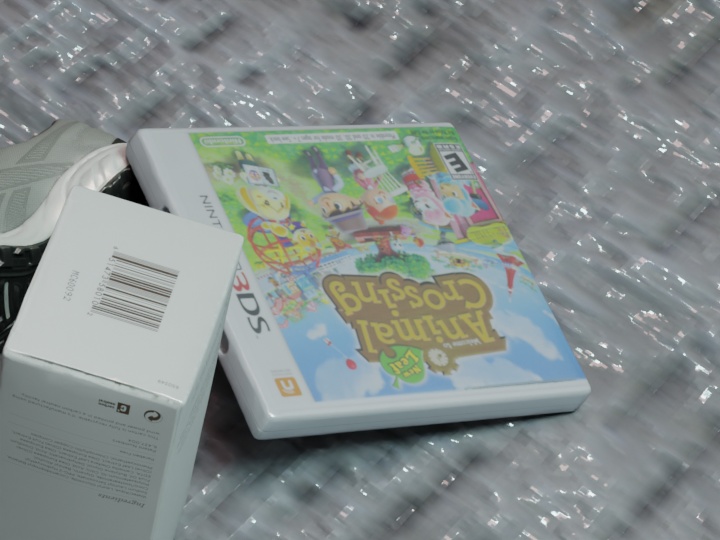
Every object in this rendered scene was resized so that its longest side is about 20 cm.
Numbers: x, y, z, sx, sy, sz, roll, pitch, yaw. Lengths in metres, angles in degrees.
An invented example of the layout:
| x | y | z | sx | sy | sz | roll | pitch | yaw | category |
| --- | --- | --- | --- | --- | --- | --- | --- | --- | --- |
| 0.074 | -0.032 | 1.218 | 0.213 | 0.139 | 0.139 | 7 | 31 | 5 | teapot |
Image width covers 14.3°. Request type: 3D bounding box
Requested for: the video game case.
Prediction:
| x | y | z | sx | sy | sz | roll | pitch | yaw | category |
| --- | --- | --- | --- | --- | --- | --- | --- | --- | --- |
| 0.000 | 0.000 | 1.450 | 0.200 | 0.022 | 0.182 | -3 | 54 | -35 | video game case |

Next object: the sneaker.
| x | y | z | sx | sy | sz | roll | pitch | yaw | category |
| --- | --- | --- | --- | --- | --- | --- | --- | --- | --- |
| -0.185 | -0.014 | 1.437 | 0.079 | 0.074 | 0.200 | 29 | 43 | 25 | sneaker |

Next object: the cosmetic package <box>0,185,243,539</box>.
| x | y | z | sx | sy | sz | roll | pitch | yaw | category |
| --- | --- | --- | --- | --- | --- | --- | --- | --- | --- |
| -0.115 | 0.074 | 1.284 | 0.085 | 0.200 | 0.108 | 17 | 46 | 0 | cosmetic package |
